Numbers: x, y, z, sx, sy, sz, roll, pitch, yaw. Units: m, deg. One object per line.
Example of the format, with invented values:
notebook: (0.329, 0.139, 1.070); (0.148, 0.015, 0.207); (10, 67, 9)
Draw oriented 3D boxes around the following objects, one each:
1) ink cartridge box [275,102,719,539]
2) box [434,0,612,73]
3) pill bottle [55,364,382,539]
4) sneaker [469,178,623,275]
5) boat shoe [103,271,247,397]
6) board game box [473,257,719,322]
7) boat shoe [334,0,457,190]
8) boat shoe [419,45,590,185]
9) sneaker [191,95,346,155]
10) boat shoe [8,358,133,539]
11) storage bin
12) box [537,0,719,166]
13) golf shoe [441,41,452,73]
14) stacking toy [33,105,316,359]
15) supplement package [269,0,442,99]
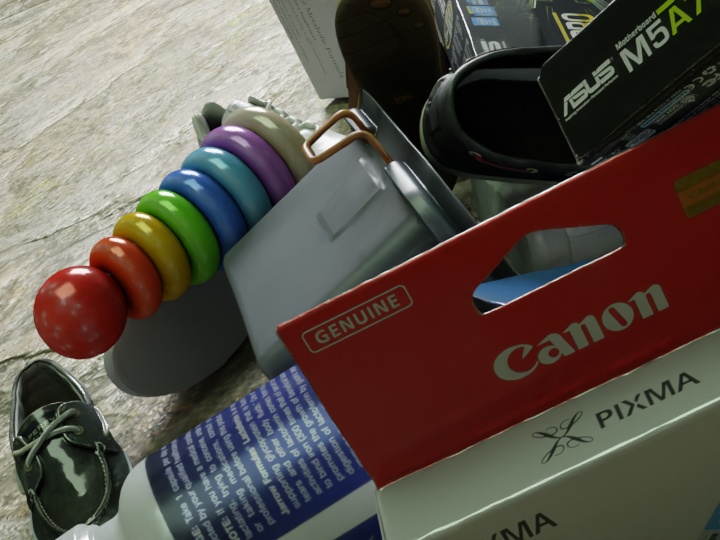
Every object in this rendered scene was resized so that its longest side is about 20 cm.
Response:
ink cartridge box: (0.095, 0.053, 0.526); (0.199, 0.177, 0.045); (-27, 31, 8)
box: (0.136, -0.130, 0.867); (0.160, 0.049, 0.200); (1, 33, -5)
pill bottle: (-0.034, 0.112, 0.629); (0.199, 0.116, 0.116); (-31, 25, -3)
sneaker: (0.114, -0.055, 0.846); (0.088, 0.076, 0.200); (-16, 30, -3)
boat shoe: (-0.106, 0.011, 0.944); (0.066, 0.072, 0.200); (-17, 30, 49)
board game box: (0.147, 0.024, 0.639); (0.157, 0.039, 0.199); (5, 10, 39)
boat shoe: (0.026, -0.117, 0.892); (0.072, 0.201, 0.068); (-2, 49, 7)
boat shoe: (0.133, -0.079, 0.740); (0.200, 0.074, 0.063); (-1, -6, -9)
sneaker: (-0.062, -0.083, 1.046); (0.199, 0.087, 0.074); (5, 40, 49)
boat shoe: (-0.175, 0.112, 0.830); (0.072, 0.071, 0.200); (-35, 26, -10)
storage bin: (0.000, 0.000, 0.788); (0.134, 0.146, 0.200); (-40, 25, 3)
box: (0.194, -0.105, 0.511); (0.192, 0.048, 0.200); (-5, -27, -43)
golf shoe: (0.112, -0.155, 0.980); (0.200, 0.098, 0.078); (-35, 24, -13)
stacking toy: (-0.114, -0.015, 0.866); (0.200, 0.086, 0.085); (-41, 28, -30)
supplement package: (0.040, -0.218, 1.148); (0.199, 0.114, 0.110); (2, 39, 49)
